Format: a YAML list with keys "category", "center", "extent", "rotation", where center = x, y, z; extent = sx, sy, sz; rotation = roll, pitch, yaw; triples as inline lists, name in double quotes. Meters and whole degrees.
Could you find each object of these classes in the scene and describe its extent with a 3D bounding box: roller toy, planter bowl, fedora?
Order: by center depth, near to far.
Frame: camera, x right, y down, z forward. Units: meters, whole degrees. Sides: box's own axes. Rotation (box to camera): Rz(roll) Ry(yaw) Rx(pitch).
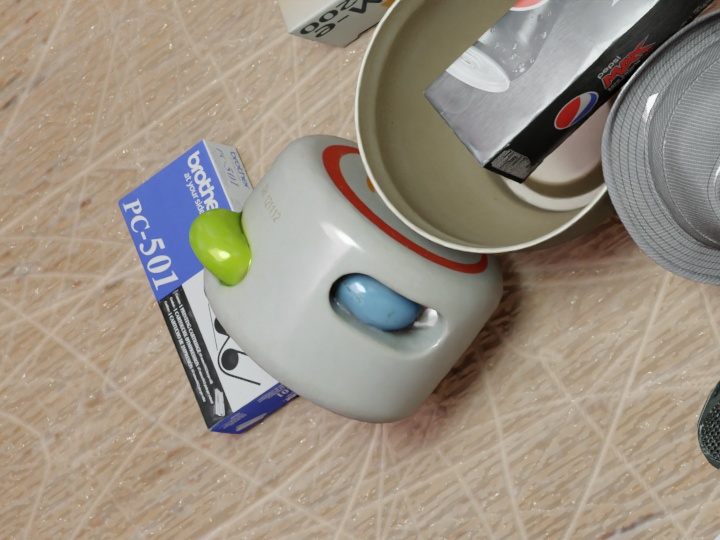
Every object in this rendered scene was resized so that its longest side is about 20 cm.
- category: "fedora"
  center: [0.257, -0.075, 1.560]
  extent: [0.200, 0.090, 0.177]
  rotation: [-26, 106, -7]
- category: "planter bowl"
  center: [0.115, -0.103, 1.691]
  extent: [0.200, 0.135, 0.200]
  rotation: [-3, 82, 26]
- category: "roller toy"
  center: [0.000, 0.000, 1.740]
  extent: [0.182, 0.200, 0.140]
  rotation: [44, 111, 20]

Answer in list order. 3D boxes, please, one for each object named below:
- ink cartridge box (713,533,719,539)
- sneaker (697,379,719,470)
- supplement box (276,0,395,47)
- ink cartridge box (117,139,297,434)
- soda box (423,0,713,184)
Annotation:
- category: "ink cartridge box"
  center: [0.225, 0.246, 1.574]
  extent: [0.200, 0.146, 0.084]
  rotation: [-48, 59, 21]
- category: "sneaker"
  center: [0.275, 0.045, 1.597]
  extent: [0.200, 0.086, 0.080]
  rotation: [-53, 57, 19]
- category: "supplement box"
  center: [-0.018, -0.281, 1.850]
  extent: [0.126, 0.074, 0.200]
  rotation: [-31, 68, 29]
- category: "ink cartridge box"
  center: [-0.103, 0.012, 1.895]
  extent: [0.094, 0.044, 0.200]
  rotation: [-34, 66, 26]
- category: "soda box"
  center: [0.138, -0.148, 1.575]
  extent: [0.200, 0.063, 0.071]
  rotation: [-43, 68, 15]
